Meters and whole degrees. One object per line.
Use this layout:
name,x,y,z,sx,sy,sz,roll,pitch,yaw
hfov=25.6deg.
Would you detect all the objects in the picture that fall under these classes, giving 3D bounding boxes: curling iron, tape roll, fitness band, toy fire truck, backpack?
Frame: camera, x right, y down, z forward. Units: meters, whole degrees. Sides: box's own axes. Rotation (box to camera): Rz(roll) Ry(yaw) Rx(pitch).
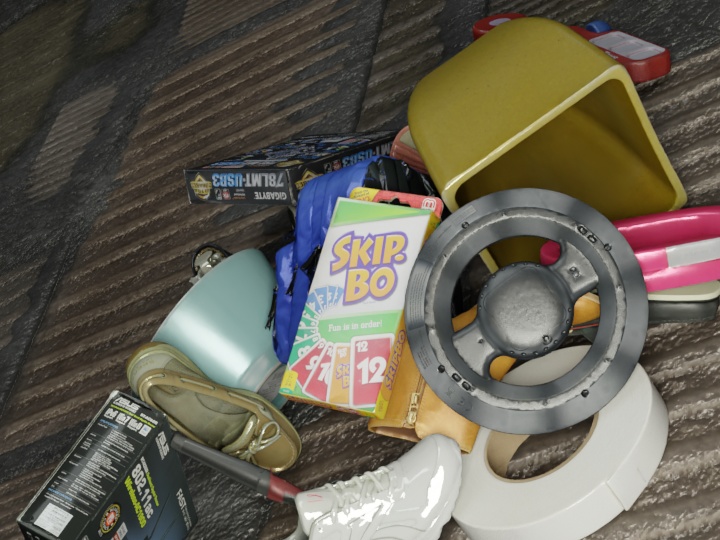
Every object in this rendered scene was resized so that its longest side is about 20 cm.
curling iron,-0.075,0.181,1.404,0.198,0.050,0.026,17,10,12
tape roll,0.156,0.145,1.308,0.202,0.037,0.203,-28,29,17
fitness band,0.254,-0.018,1.364,0.198,0.038,0.144,-9,12,6
toy fire truck,0.223,-0.226,1.735,0.167,0.113,0.200,-18,25,-17
backpack,0.000,0.000,1.495,0.167,0.162,0.202,-12,64,36

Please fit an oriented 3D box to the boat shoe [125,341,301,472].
boat shoe,-0.131,0.139,1.470,0.073,0.200,0.063,-45,31,8

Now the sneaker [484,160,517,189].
sneaker,0.101,-0.071,1.672,0.199,0.075,0.077,-3,59,54

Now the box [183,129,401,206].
box,-0.070,-0.120,1.851,0.198,0.050,0.199,-22,16,-40

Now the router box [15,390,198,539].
router box,-0.224,0.228,1.445,0.062,0.201,0.150,22,57,20

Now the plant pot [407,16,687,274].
plant pot,0.153,-0.122,1.494,0.194,0.196,0.200,-35,43,3

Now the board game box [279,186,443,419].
board game box,0.002,0.022,1.369,0.095,0.030,0.201,9,72,27

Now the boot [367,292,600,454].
boot,0.107,0.085,1.344,0.200,0.071,0.145,-1,68,24

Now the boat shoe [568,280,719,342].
boat shoe,0.222,0.032,1.382,0.200,0.064,0.073,-1,14,37

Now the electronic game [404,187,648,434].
electronic game,0.134,0.033,1.292,0.199,0.201,0.042,-35,-10,2

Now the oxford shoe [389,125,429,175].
oxford shoe,0.052,-0.053,1.629,0.074,0.070,0.201,-32,-39,-71

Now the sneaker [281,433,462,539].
sneaker,-0.002,0.201,1.298,0.200,0.099,0.078,-47,27,12

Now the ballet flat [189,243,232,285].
ballet flat,-0.159,0.024,1.806,0.073,0.073,0.200,-34,29,4

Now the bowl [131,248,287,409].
bowl,-0.123,0.089,1.575,0.105,0.201,0.201,36,69,17

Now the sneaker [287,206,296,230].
sneaker,-0.018,-0.033,1.752,0.083,0.081,0.200,-23,28,-19
